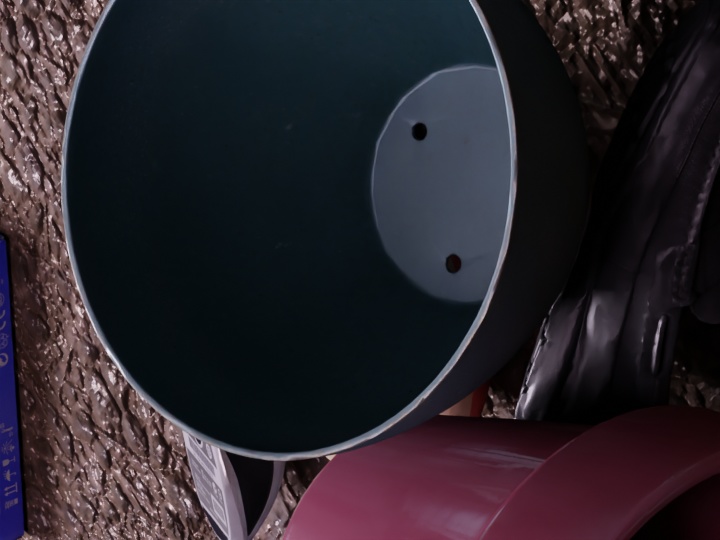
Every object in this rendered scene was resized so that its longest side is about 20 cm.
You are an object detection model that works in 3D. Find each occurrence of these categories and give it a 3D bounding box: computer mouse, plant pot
[{"bbox_3d":[-0.068,0.039,1.132,0.110,0.044,0.201,-141,38,-62],"label":"computer mouse"},{"bbox_3d":[0.007,-0.034,0.867,0.199,0.134,0.202,0,89,34],"label":"plant pot"},{"bbox_3d":[0.068,0.135,0.844,0.179,0.199,0.201,19,122,50],"label":"plant pot"}]

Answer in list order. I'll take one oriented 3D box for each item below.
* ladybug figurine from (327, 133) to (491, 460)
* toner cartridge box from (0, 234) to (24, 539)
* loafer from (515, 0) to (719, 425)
[{"bbox_3d":[0.000,0.000,1.012,0.135,0.072,0.201,-21,91,52],"label":"ladybug figurine"},{"bbox_3d":[-0.245,0.061,1.364,0.095,0.043,0.201,25,126,40],"label":"toner cartridge box"},{"bbox_3d":[0.117,-0.009,0.882,0.070,0.068,0.202,18,122,2],"label":"loafer"}]
